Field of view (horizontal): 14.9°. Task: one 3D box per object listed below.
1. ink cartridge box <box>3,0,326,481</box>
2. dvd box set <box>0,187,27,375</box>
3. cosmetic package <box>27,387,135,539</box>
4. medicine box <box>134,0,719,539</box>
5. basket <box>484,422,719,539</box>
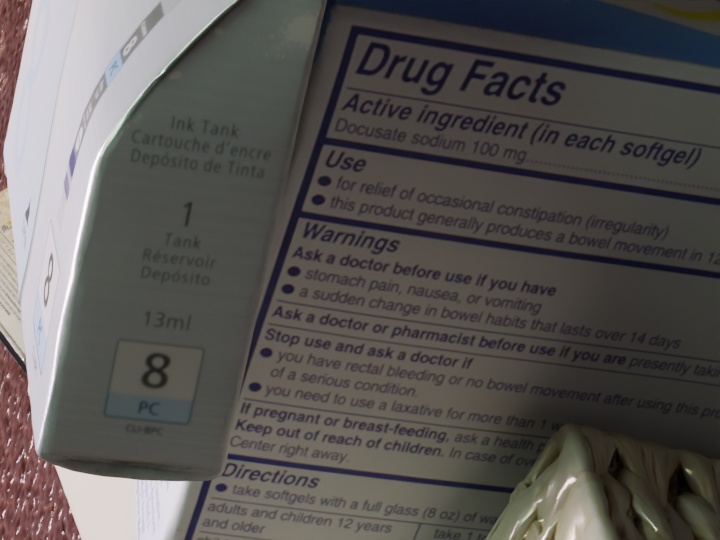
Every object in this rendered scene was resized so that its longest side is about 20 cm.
[{"bbox_3d":[-0.042,-0.079,0.619,0.160,0.047,0.201,-108,27,-62],"label":"ink cartridge box"},{"bbox_3d":[-0.056,-0.035,1.036,0.199,0.029,0.146,-34,28,-10],"label":"dvd box set"},{"bbox_3d":[-0.052,0.070,1.018,0.073,0.103,0.200,-66,24,14],"label":"cosmetic package"},{"bbox_3d":[0.050,-0.003,0.687,0.103,0.181,0.201,-98,22,-48],"label":"medicine box"},{"bbox_3d":[0.066,0.153,0.654,0.201,0.123,0.136,-61,24,27],"label":"basket"}]
